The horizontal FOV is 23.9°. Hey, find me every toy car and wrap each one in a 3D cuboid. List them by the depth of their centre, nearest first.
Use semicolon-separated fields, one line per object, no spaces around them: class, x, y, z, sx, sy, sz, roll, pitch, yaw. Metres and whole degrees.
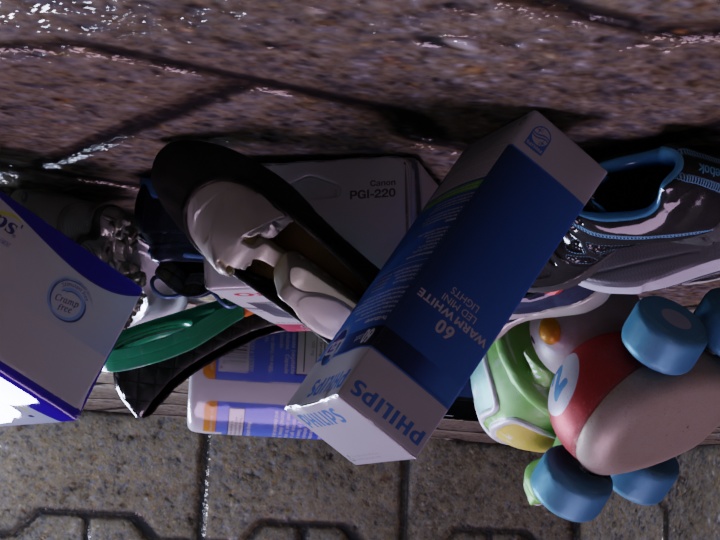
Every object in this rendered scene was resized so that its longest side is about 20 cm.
toy car;0.186;0.062;1.359;0.176;0.185;0.200;-5;-139;-45

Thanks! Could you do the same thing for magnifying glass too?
magnifying glass;-0.111;0.035;1.281;0.200;0.022;0.079;-24;-166;-35

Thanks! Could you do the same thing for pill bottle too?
pill bottle;-0.046;0.088;1.449;0.199;0.113;0.112;4;171;-5

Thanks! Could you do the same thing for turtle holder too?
turtle holder;0.171;0.108;1.523;0.141;0.186;0.132;-12;153;-41

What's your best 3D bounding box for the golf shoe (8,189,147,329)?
golf shoe;-0.217;0.002;1.275;0.097;0.078;0.200;24;147;12

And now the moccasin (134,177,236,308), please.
moccasin;-0.127;-0.012;1.227;0.080;0.069;0.200;-1;167;13

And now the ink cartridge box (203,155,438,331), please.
ink cartridge box;-0.010;-0.013;1.164;0.145;0.085;0.200;-3;168;13

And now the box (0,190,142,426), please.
box;-0.282;0.017;1.151;0.184;0.105;0.200;36;154;-26

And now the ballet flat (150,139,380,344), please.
ballet flat;-0.047;-0.011;1.026;0.200;0.068;0.068;34;-161;1

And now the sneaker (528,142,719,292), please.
sneaker;0.141;-0.041;1.045;0.200;0.074;0.082;-20;155;40

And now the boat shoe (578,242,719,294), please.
boat shoe;0.224;-0.018;1.124;0.199;0.072;0.071;-6;164;31

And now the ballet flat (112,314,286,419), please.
ballet flat;-0.101;0.060;1.360;0.199;0.057;0.066;-23;166;-8

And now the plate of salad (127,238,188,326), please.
plate of salad;-0.234;-0.005;1.366;0.199;0.048;0.200;8;150;4

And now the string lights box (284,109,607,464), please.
string lights box;0.046;0.011;0.963;0.059;0.200;0.103;38;162;-10

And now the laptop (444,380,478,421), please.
laptop;0.058;0.083;1.662;0.187;0.116;0.200;7;168;-28

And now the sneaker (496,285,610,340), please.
sneaker;0.092;0.010;1.305;0.199;0.075;0.084;-24;141;29
